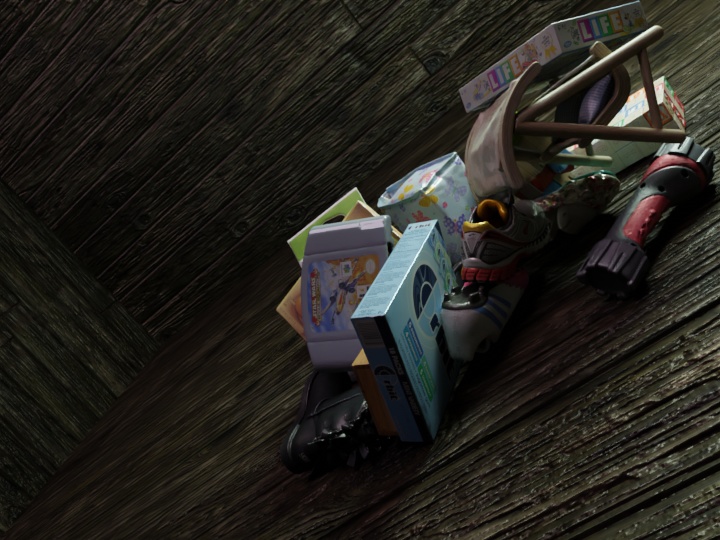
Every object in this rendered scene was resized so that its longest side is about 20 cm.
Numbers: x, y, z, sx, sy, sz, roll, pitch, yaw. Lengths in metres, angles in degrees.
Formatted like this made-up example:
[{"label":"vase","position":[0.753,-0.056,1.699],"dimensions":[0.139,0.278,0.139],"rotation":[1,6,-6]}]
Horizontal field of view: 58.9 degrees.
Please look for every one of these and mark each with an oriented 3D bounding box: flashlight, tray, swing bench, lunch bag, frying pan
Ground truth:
[{"label":"flashlight","position":[0.314,-0.056,0.687],"dimensions":[0.200,0.068,0.068],"rotation":[-51,-10,-24]},{"label":"tray","position":[0.056,0.098,0.793],"dimensions":[0.037,0.100,0.200],"rotation":[-8,24,30]},{"label":"swing bench","position":[0.227,-0.172,0.751],"dimensions":[0.198,0.131,0.199],"rotation":[-15,3,-2]},{"label":"lunch bag","position":[0.133,-0.092,1.090],"dimensions":[0.127,0.170,0.200],"rotation":[-47,13,-22]},{"label":"frying pan","position":[0.174,-0.038,0.932],"dimensions":[0.192,0.031,0.115],"rotation":[-65,11,-11]}]

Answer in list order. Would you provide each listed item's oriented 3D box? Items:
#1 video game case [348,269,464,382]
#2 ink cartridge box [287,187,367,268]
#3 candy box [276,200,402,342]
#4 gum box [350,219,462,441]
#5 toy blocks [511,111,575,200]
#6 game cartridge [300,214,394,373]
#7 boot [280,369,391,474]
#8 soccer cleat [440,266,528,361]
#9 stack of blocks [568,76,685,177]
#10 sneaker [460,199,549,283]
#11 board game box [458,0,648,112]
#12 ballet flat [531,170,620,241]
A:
[{"label":"video game case","position":[0.071,0.083,1.015],"dimensions":[0.180,0.026,0.200],"rotation":[-30,17,43]},{"label":"ink cartridge box","position":[0.000,0.000,0.974],"dimensions":[0.147,0.201,0.076],"rotation":[-36,-22,15]},{"label":"candy box","position":[-0.015,0.018,0.905],"dimensions":[0.201,0.115,0.055],"rotation":[-53,-23,9]},{"label":"gum box","position":[0.069,0.064,0.744],"dimensions":[0.044,0.171,0.200],"rotation":[-7,29,29]},{"label":"toy blocks","position":[0.251,-0.149,0.950],"dimensions":[0.100,0.136,0.200],"rotation":[-53,-2,-8]},{"label":"game cartridge","position":[-0.016,0.033,0.853],"dimensions":[0.132,0.203,0.041],"rotation":[-7,-10,19]},{"label":"boot","position":[-0.015,0.176,0.849],"dimensions":[0.162,0.073,0.199],"rotation":[-32,18,34]},{"label":"soccer cleat","position":[0.154,0.049,0.792],"dimensions":[0.069,0.087,0.199],"rotation":[3,15,34]},{"label":"stack of blocks","position":[0.377,-0.194,0.962],"dimensions":[0.199,0.059,0.115],"rotation":[-31,16,39]},{"label":"sneaker","position":[0.185,-0.055,0.800],"dimensions":[0.077,0.083,0.200],"rotation":[2,23,32]},{"label":"board game box","position":[0.229,-0.258,0.788],"dimensions":[0.133,0.035,0.200],"rotation":[-22,3,-22]},{"label":"ballet flat","position":[0.276,-0.075,0.882],"dimensions":[0.200,0.075,0.065],"rotation":[-26,49,63]}]
